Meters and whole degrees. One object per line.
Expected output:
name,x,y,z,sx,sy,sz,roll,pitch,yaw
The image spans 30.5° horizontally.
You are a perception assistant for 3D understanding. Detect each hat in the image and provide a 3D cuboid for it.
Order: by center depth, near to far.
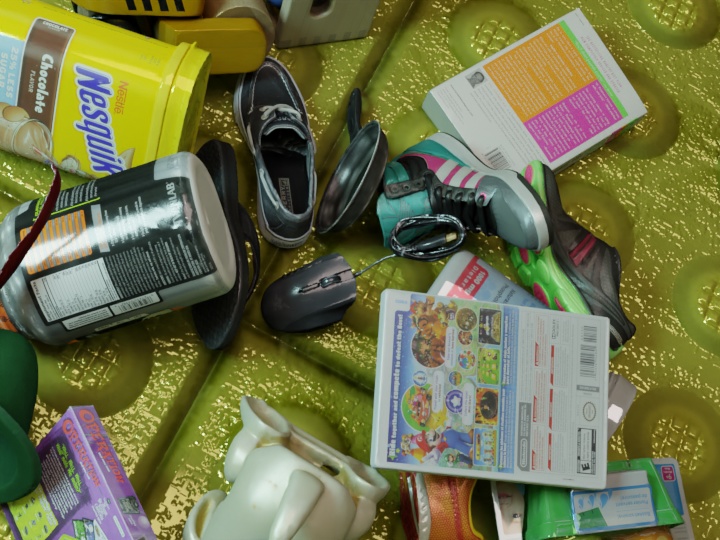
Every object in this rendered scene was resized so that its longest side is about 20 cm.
hat,-0.284,0.062,1.040,0.166,0.199,0.177,49,43,-26

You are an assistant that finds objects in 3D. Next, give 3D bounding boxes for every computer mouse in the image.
computer mouse,0.000,0.000,1.161,0.198,0.034,0.059,-26,75,10

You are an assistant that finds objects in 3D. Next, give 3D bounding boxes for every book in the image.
book,0.179,-0.165,1.334,0.199,0.048,0.134,-30,77,-24

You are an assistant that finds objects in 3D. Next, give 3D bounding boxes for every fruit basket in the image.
fruit basket,0.210,0.260,1.106,0.183,0.094,0.202,-2,65,-15

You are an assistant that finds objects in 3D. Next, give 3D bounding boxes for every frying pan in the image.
frying pan,-0.011,-0.096,1.244,0.031,0.116,0.190,27,15,-15

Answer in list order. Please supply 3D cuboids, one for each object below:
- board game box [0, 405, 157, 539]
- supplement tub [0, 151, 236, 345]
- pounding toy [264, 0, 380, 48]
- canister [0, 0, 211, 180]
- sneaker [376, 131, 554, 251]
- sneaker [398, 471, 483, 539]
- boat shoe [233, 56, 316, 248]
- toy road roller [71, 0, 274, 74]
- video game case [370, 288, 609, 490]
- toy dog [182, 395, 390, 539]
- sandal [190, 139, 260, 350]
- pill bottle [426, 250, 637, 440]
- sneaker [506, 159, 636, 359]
board game box,-0.202,0.219,0.997,0.032,0.120,0.201,-1,52,-48
supplement tub,-0.212,-0.013,1.089,0.197,0.123,0.124,-17,67,5
pounding toy,-0.062,-0.351,1.273,0.140,0.200,0.186,-11,67,-19
canister,-0.243,-0.152,1.158,0.198,0.150,0.087,18,38,-1
sneaker,0.076,-0.055,1.202,0.120,0.084,0.200,-28,36,-19
sneaker,0.069,0.138,1.121,0.076,0.073,0.203,-5,98,-16
boat shoe,-0.076,-0.124,1.234,0.071,0.068,0.202,0,64,-14
toy road roller,-0.177,-0.269,1.219,0.197,0.147,0.124,-3,42,-20
video game case,0.109,0.098,1.076,0.197,0.018,0.145,8,76,-14
toy dog,-0.074,0.230,1.007,0.139,0.194,0.202,29,94,-14
sandal,-0.116,-0.025,1.178,0.048,0.075,0.203,16,57,-36
pill bottle,0.140,0.079,1.167,0.199,0.109,0.109,35,61,5
sneaker,0.199,-0.009,1.251,0.083,0.077,0.202,-17,82,-28
